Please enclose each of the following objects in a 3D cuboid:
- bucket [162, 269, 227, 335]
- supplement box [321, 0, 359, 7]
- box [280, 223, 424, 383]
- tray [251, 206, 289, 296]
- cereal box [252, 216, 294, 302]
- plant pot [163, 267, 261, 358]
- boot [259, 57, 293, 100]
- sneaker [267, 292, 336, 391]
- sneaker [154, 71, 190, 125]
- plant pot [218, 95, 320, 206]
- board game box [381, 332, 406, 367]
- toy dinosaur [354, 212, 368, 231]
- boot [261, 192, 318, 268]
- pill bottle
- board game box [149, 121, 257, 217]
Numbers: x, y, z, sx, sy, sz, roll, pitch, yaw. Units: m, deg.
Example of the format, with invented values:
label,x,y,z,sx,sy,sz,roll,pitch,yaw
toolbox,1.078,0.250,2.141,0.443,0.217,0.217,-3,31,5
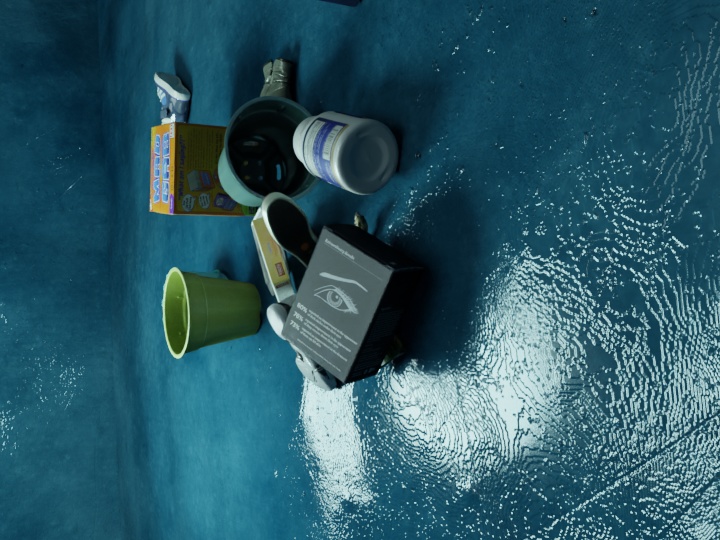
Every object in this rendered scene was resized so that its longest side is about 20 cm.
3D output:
label,x,y,z,sx,sy,sz,roll,pitch,yaw
bucket,-0.412,0.095,1.947,0.206,0.133,0.211,5,96,59
supplement box,-0.061,-0.567,1.252,0.200,0.198,0.136,-47,53,49
box,-0.014,0.049,1.205,0.147,0.104,0.202,33,109,26
tray,-0.206,-0.055,1.696,0.108,0.022,0.202,-52,48,49
cereal box,-0.162,0.002,1.510,0.201,0.039,0.145,86,164,-65
plant pot,-0.333,0.092,1.756,0.199,0.188,0.204,5,95,60
boot,-0.198,-0.373,1.643,0.199,0.067,0.133,-7,80,52
sneaker,-0.080,0.121,1.438,0.201,0.115,0.075,57,152,-13
sneaker,-0.562,-0.481,2.240,0.200,0.080,0.148,46,125,43
plant pot,-0.192,-0.217,1.516,0.196,0.197,0.204,167,101,-67
board game box,-0.006,0.070,1.283,0.104,0.023,0.202,-37,73,34
toy dinosaur,0.000,0.000,1.324,0.088,0.047,0.202,-122,38,-47
boot,-0.140,-0.089,1.435,0.072,0.201,0.144,-40,42,-4
pill bottle,-0.034,-0.205,1.296,0.199,0.118,0.122,30,117,56
board game box,-0.370,-0.232,1.796,0.199,0.197,0.203,11,100,59
